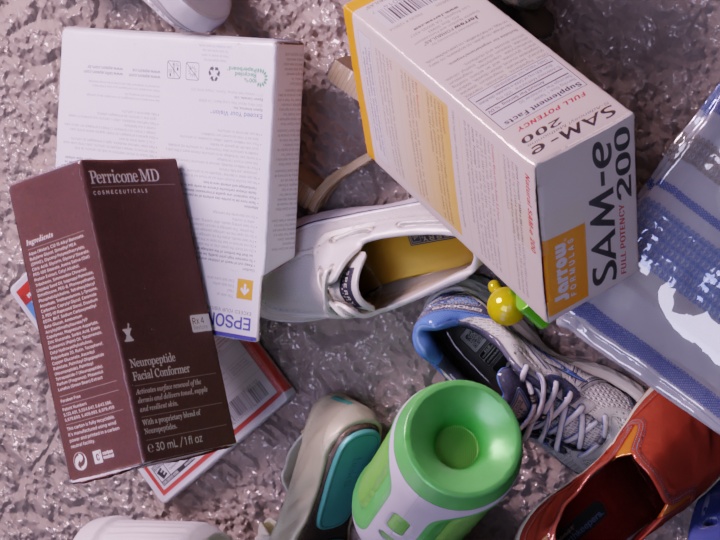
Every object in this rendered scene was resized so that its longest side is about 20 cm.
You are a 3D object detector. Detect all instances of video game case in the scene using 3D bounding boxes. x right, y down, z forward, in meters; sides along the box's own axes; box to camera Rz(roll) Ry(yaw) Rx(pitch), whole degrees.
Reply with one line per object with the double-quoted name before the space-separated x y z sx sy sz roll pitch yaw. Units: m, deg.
"video game case" -0.154 0.051 1.408 0.143 0.017 0.200 -40 83 27

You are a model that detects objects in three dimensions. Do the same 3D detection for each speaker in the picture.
"speaker" 0.046 0.134 1.233 0.089 0.088 0.200 47 160 9

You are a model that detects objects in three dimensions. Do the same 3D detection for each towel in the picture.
"towel" 0.229 -0.010 1.165 0.147 0.024 0.200 36 95 4

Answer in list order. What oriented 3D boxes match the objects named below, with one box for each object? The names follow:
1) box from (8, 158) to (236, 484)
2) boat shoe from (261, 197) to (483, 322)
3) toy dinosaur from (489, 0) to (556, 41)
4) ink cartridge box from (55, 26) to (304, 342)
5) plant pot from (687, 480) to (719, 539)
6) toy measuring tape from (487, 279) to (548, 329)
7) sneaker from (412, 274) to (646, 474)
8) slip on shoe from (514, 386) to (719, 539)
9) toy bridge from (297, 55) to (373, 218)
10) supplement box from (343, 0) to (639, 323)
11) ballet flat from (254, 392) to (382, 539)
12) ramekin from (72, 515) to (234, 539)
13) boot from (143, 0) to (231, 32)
"box" -0.155 0.030 1.268 0.075 0.100 0.201 -18 84 34
"boat shoe" 0.000 0.000 1.286 0.199 0.070 0.071 -13 112 25
"toy dinosaur" 0.100 -0.198 1.170 0.076 0.200 0.103 -1 77 0
"ink cartridge box" -0.129 -0.063 1.328 0.195 0.043 0.201 9 99 35
"plant pot" 0.286 0.243 1.146 0.199 0.180 0.201 -3 99 26
"toy measuring tape" 0.154 -0.040 1.222 0.200 0.074 0.074 -43 81 10
"sneaker" 0.112 0.086 1.248 0.200 0.085 0.077 34 114 13
"slip on shoe" 0.180 0.124 1.191 0.200 0.061 0.074 -39 93 -14
"toy bridge" 0.010 -0.118 1.287 0.067 0.027 0.201 35 115 14
"supplement box" 0.078 -0.081 1.156 0.200 0.073 0.126 46 156 40
"ballet flat" -0.038 0.176 1.360 0.069 0.069 0.201 27 109 18
"ramekin" -0.131 0.269 1.350 0.094 0.202 0.204 -10 97 16
"boot" -0.171 -0.219 1.332 0.096 0.073 0.200 -47 68 32
